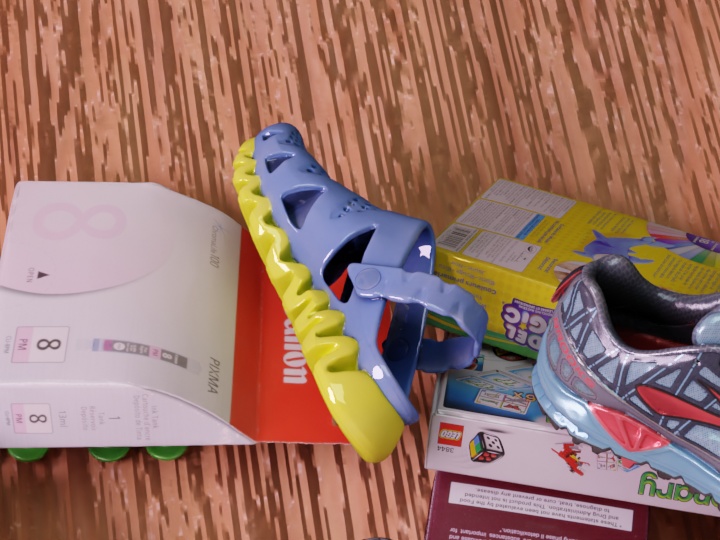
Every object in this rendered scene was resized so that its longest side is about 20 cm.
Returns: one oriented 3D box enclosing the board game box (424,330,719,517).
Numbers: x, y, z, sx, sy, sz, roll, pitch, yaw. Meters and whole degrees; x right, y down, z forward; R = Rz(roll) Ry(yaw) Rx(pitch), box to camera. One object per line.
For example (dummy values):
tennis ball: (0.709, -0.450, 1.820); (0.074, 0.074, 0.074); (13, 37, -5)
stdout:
board game box: (0.135, 0.071, 1.040); (0.199, 0.035, 0.126); (9, 24, 3)

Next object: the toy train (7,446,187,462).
toy train: (-0.178, 0.066, 1.066); (0.199, 0.042, 0.057); (0, 49, -2)

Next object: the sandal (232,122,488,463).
sandal: (0.000, 0.000, 1.022); (0.087, 0.080, 0.201); (-28, 54, 1)

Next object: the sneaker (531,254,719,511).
sneaker: (0.172, 0.054, 0.937); (0.199, 0.096, 0.079); (19, 37, 17)

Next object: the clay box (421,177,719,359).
clay box: (0.140, 0.016, 1.058); (0.199, 0.048, 0.115); (19, 27, 17)

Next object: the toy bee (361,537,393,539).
toy bee: (-0.079, 0.180, 0.942); (0.200, 0.131, 0.109); (-37, 19, 12)

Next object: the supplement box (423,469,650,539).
supplement box: (0.074, 0.194, 0.988); (0.108, 0.061, 0.201); (9, 59, 2)

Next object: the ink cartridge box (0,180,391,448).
ink cartridge box: (-0.084, 0.019, 1.063); (0.199, 0.057, 0.163); (-3, 39, 1)
